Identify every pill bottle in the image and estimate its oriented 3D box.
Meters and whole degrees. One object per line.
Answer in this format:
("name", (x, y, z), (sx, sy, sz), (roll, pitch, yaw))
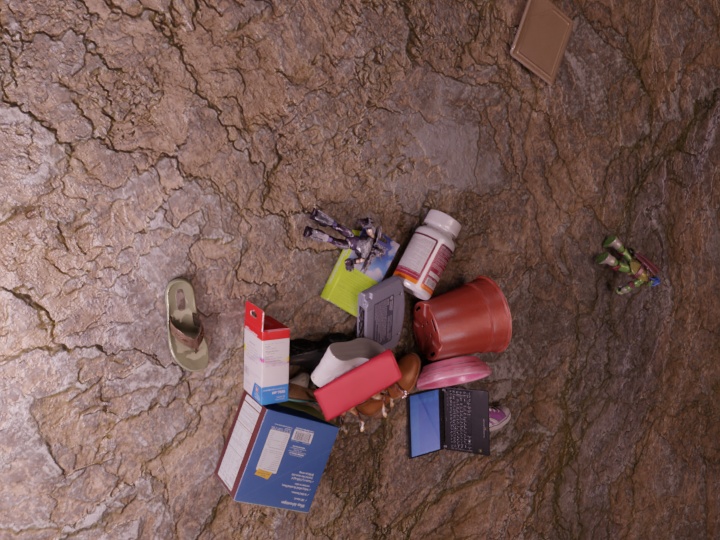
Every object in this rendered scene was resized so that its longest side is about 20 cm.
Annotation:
("pill bottle", (0.165, -0.039, 1.593), (0.109, 0.109, 0.202), (32, 82, -31))

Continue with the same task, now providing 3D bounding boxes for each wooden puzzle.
("wooden puzzle", (0.481, -0.620, 1.726), (0.198, 0.037, 0.188), (22, 87, -37))

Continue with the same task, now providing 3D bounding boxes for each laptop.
("laptop", (0.233, 0.409, 1.712), (0.103, 0.197, 0.181), (-19, 109, -62))

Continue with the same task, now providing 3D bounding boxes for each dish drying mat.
("dish drying mat", (-0.004, 0.253, 1.439), (0.198, 0.018, 0.078), (-27, 104, -14))

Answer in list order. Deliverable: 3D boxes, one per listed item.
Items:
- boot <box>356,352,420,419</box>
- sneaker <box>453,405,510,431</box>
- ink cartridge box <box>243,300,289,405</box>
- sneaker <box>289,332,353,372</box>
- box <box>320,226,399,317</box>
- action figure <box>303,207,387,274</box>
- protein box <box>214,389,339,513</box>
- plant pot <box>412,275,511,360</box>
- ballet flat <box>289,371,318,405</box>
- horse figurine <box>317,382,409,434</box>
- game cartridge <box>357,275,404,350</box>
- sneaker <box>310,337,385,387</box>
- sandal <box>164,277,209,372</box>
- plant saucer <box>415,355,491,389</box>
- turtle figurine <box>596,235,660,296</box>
("boot", (0.056, 0.265, 1.585), (0.200, 0.077, 0.155), (-46, 141, -2))
("sneaker", (0.338, 0.387, 1.804), (0.198, 0.072, 0.117), (-12, 102, -29))
("ink cartridge box", (-0.204, 0.173, 1.402), (0.066, 0.116, 0.204), (-3, 101, -30))
("sneaker", (-0.104, 0.206, 1.500), (0.197, 0.076, 0.092), (-5, 111, -27))
("box", (0.000, 0.000, 1.535), (0.121, 0.047, 0.202), (30, 83, -33))
("action figure", (-0.028, -0.068, 1.455), (0.197, 0.069, 0.132), (22, 80, -13))
("protein box", (-0.187, 0.403, 1.445), (0.197, 0.134, 0.203), (22, 87, -33))
("plant pot", (0.246, 0.131, 1.638), (0.192, 0.200, 0.205), (-12, 105, -21))
("ballet flat", (-0.117, 0.278, 1.509), (0.198, 0.067, 0.074), (20, 78, -34))
("horse figurine", (0.009, 0.295, 1.485), (0.198, 0.050, 0.134), (-27, 114, -9))
("game cartridge", (0.050, 0.115, 1.556), (0.132, 0.041, 0.203), (-21, 129, -32))
("sneaker", (-0.028, 0.220, 1.490), (0.198, 0.074, 0.116), (7, 129, -46))
("sandal", (-0.359, 0.117, 1.331), (0.079, 0.057, 0.205), (-18, 108, -27))
("plant saucer", (0.233, 0.260, 1.658), (0.198, 0.200, 0.052), (-1, 70, -31))
("turtle figurine", (0.819, -0.008, 2.023), (0.193, 0.200, 0.145), (35, 104, -11))
